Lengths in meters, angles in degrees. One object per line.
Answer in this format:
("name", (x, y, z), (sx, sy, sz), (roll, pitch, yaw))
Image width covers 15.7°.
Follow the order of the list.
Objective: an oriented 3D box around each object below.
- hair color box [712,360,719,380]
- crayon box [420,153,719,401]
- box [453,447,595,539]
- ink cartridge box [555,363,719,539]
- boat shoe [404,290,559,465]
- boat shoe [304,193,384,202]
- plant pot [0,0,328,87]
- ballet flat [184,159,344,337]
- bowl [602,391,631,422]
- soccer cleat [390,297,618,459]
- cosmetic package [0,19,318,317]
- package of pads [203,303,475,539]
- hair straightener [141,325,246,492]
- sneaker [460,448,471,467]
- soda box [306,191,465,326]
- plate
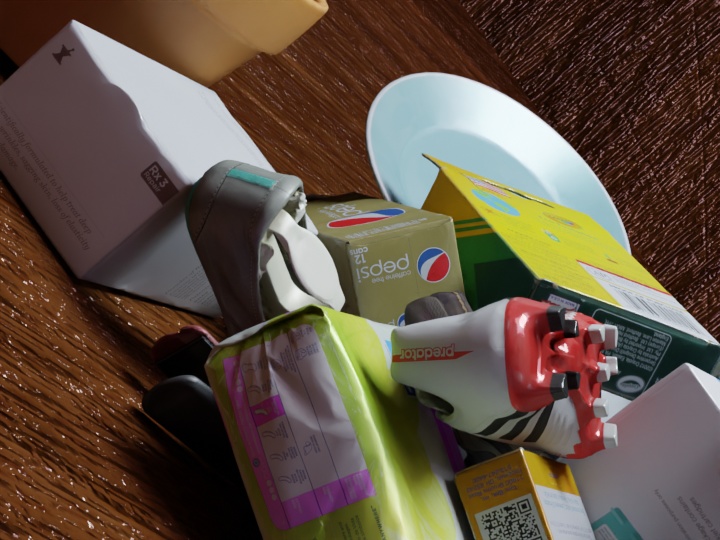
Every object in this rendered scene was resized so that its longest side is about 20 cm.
("hair color box", (0.217, 0.135, 1.514), (0.060, 0.200, 0.099), (14, 28, -12))
("crayon box", (0.108, 0.006, 1.481), (0.127, 0.051, 0.200), (20, 16, -24))
("box", (0.104, 0.187, 1.231), (0.119, 0.041, 0.200), (29, 43, -73))
("ink cartridge box", (0.147, 0.171, 1.362), (0.146, 0.200, 0.147), (55, 11, 18))
("boat shoe", (0.076, 0.058, 1.341), (0.075, 0.073, 0.200), (65, 2, 29))
("boat shoe", (0.043, -0.015, 1.636), (0.073, 0.199, 0.063), (-116, -152, -55))
("plant pot", (-0.136, -0.170, 1.483), (0.200, 0.140, 0.200), (43, 9, -8))
("ballet flat", (-0.034, 0.029, 1.303), (0.067, 0.064, 0.200), (-60, 147, -36))
("bowl", (0.116, 0.127, 1.581), (0.090, 0.202, 0.201), (4, 19, -5))
("soccer cleat", (0.071, 0.050, 1.224), (0.200, 0.085, 0.069), (30, 60, -72))
("cosmetic package", (-0.110, -0.049, 1.370), (0.113, 0.081, 0.200), (54, 11, 18))
("package of pads", (0.009, 0.118, 1.190), (0.200, 0.068, 0.154), (70, 15, 12))
("hair straightener", (-0.037, 0.118, 1.255), (0.200, 0.041, 0.077), (52, 27, -29))
("sneaker", (0.031, 0.107, 1.436), (0.115, 0.075, 0.200), (46, 7, -11))
("soda box", (0.000, 0.000, 1.495), (0.200, 0.064, 0.068), (-158, -123, -74))
("plate", (0.081, -0.038, 1.606), (0.200, 0.026, 0.200), (24, 42, -23))
